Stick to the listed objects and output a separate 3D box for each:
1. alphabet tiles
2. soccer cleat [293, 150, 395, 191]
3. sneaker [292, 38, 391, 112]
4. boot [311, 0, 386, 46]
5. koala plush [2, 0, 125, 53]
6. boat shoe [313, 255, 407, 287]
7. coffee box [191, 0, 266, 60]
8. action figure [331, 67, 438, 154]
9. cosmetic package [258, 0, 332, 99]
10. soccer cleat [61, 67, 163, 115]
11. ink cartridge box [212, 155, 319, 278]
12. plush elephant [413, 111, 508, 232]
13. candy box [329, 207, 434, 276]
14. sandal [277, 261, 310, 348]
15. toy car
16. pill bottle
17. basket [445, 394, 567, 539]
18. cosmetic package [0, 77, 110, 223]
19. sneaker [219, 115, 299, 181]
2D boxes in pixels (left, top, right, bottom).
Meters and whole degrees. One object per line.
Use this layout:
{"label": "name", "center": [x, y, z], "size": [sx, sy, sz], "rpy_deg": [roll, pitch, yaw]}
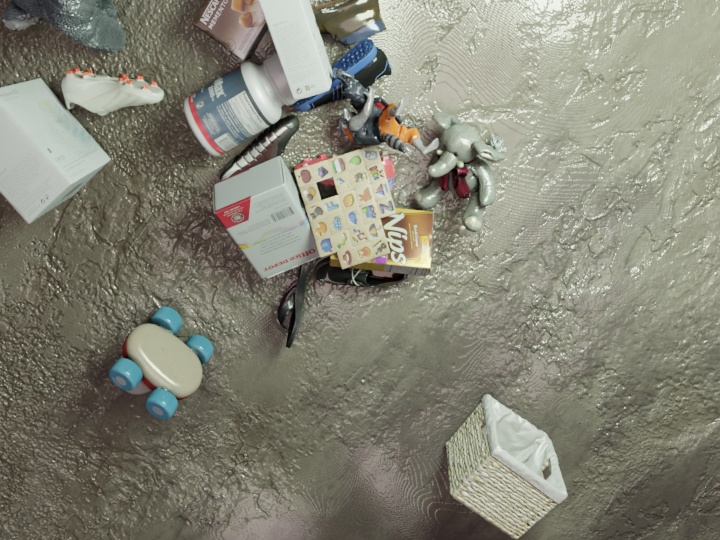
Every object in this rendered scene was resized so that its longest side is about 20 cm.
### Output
{"label": "alphabet tiles", "center": [-0.018, -0.114, 1.357], "size": [0.164, 0.008, 0.204], "rpy_deg": [-18, 96, -7]}
{"label": "soccer cleat", "center": [-0.030, -0.183, 1.396], "size": [0.195, 0.067, 0.078], "rpy_deg": [-5, 114, 0]}
{"label": "sneaker", "center": [-0.034, -0.341, 1.336], "size": [0.197, 0.071, 0.078], "rpy_deg": [-26, 140, 26]}
{"label": "boot", "center": [-0.050, -0.433, 1.300], "size": [0.197, 0.075, 0.098], "rpy_deg": [-29, 104, 9]}
{"label": "koala plush", "center": [-0.529, -0.485, 1.252], "size": [0.196, 0.184, 0.181], "rpy_deg": [17, 109, 7]}
{"label": "boat shoe", "center": [0.000, 0.000, 1.458], "size": [0.195, 0.068, 0.073], "rpy_deg": [0, 112, 3]}
{"label": "coffee box", "center": [-0.195, -0.491, 1.279], "size": [0.113, 0.080, 0.201], "rpy_deg": [34, 107, -11]}
{"label": "action figure", "center": [0.020, -0.268, 1.284], "size": [0.199, 0.192, 0.107], "rpy_deg": [29, 79, -41]}
{"label": "cosmetic package", "center": [-0.111, -0.406, 1.222], "size": [0.072, 0.102, 0.203], "rpy_deg": [-13, 122, 8]}
{"label": "soccer cleat", "center": [-0.461, -0.326, 1.354], "size": [0.195, 0.070, 0.079], "rpy_deg": [10, 115, 5]}
{"label": "ink cartridge box", "center": [-0.171, -0.095, 1.375], "size": [0.143, 0.084, 0.201], "rpy_deg": [-21, 137, 8]}
{"label": "plush elephant", "center": [0.182, -0.198, 1.328], "size": [0.201, 0.164, 0.154], "rpy_deg": [-52, 143, 2]}
{"label": "candy box", "center": [0.042, -0.062, 1.412], "size": [0.195, 0.057, 0.119], "rpy_deg": [6, 73, -3]}
{"label": "sandal", "center": [-0.140, 0.056, 1.478], "size": [0.047, 0.075, 0.205], "rpy_deg": [10, 101, -9]}
{"label": "toy car", "center": [-0.439, 0.214, 1.513], "size": [0.177, 0.186, 0.199], "rpy_deg": [42, 134, -14]}
{"label": "pill bottle", "center": [-0.212, -0.308, 1.324], "size": [0.197, 0.120, 0.121], "rpy_deg": [-28, 107, 10]}
{"label": "basket", "center": [0.303, 0.415, 1.532], "size": [0.198, 0.199, 0.162], "rpy_deg": [34, 111, -11]}
{"label": "cosmetic package", "center": [-0.593, -0.225, 1.318], "size": [0.122, 0.200, 0.201], "rpy_deg": [-37, 106, 14]}
{"label": "sneaker", "center": [-0.168, -0.201, 1.394], "size": [0.198, 0.076, 0.116], "rpy_deg": [-34, 112, 22]}
